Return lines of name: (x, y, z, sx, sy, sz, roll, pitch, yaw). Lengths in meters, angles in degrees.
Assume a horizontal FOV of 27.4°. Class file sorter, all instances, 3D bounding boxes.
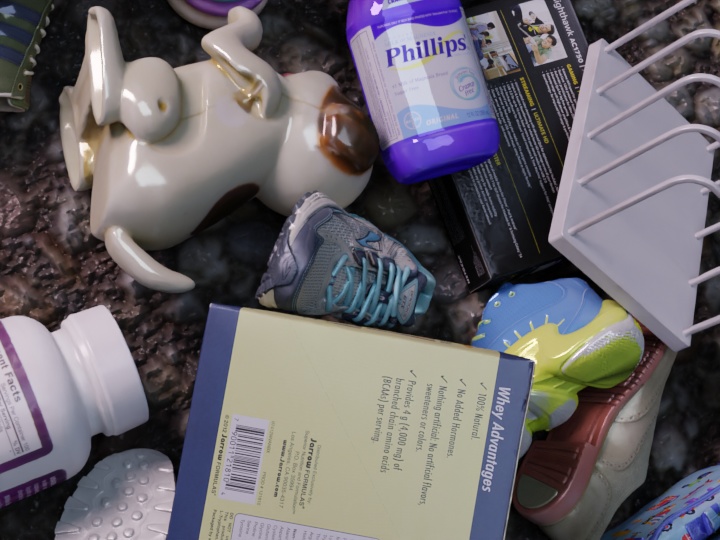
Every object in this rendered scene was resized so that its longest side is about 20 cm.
file sorter: (0.236, -0.076, 1.037, 0.139, 0.124, 0.201, 38, 48, -24)

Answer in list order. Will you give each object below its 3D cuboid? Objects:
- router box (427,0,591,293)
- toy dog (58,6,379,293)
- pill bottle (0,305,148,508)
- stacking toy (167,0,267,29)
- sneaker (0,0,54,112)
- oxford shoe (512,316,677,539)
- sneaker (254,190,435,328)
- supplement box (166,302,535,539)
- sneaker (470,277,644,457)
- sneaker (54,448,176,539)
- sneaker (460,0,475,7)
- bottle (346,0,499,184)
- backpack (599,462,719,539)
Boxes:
router box: (0.117, -0.101, 1.105, 0.149, 0.051, 0.201, -17, 82, -20)
toy dog: (-0.086, -0.087, 0.998, 0.199, 0.140, 0.195, -4, 58, -23)
pill bottle: (-0.241, 0.095, 0.935, 0.199, 0.112, 0.113, -21, 83, -18)
stacking toy: (-0.085, -0.239, 1.006, 0.085, 0.200, 0.086, 3, 76, -14)
sneaker: (-0.255, -0.151, 1.020, 0.200, 0.067, 0.090, -46, 110, -28)
oxford shoe: (0.183, 0.113, 1.075, 0.074, 0.071, 0.200, 47, 68, -27)
sneaker: (0.000, 0.000, 0.970, 0.086, 0.200, 0.078, 27, 100, 16)
supplement box: (-0.008, 0.136, 0.934, 0.199, 0.134, 0.201, 10, 87, 2)
sneaker: (0.101, 0.074, 1.060, 0.199, 0.076, 0.105, -28, 42, 0)
sneaker: (-0.156, 0.212, 0.955, 0.076, 0.081, 0.201, 0, 56, 11)
sneaker: (0.047, -0.232, 1.109, 0.199, 0.091, 0.067, -4, 48, 7)
bottle: (0.033, -0.164, 1.028, 0.083, 0.065, 0.201, -14, 85, -18)
backpack: (0.271, 0.205, 0.995, 0.182, 0.200, 0.135, -29, 86, -18)
